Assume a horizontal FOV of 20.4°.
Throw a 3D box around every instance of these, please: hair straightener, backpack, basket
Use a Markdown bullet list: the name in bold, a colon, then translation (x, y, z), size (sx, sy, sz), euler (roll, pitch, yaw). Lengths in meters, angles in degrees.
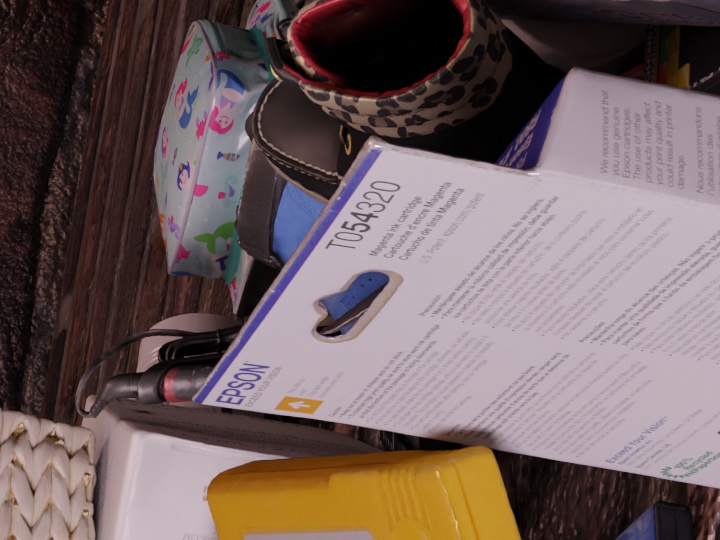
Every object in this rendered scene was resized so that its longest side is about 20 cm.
- **hair straightener**: translation (-0.049, 0.050, 1.041), size (0.077, 0.199, 0.041), euler (-112, 14, -69)
- **backpack**: translation (-0.049, -0.078, 1.243), size (0.200, 0.150, 0.178), euler (-95, 20, -60)
- **basket**: translation (-0.204, 0.175, 1.009), size (0.136, 0.123, 0.201), euler (116, 157, -47)

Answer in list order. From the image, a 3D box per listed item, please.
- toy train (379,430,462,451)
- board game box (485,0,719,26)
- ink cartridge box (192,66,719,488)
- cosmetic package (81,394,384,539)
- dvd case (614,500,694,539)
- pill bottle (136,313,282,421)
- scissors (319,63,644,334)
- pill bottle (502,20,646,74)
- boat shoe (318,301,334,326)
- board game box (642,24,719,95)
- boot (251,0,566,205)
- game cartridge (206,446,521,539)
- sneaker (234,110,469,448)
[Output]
- **toy train**: translation (0.023, 0.118, 0.917), size (0.046, 0.034, 0.201), euler (50, 149, 46)
- **board game box**: translation (0.087, -0.186, 0.689), size (0.200, 0.043, 0.200), euler (17, 94, 63)
- **ink cartridge box**: translation (0.068, 0.006, 0.606), size (0.196, 0.199, 0.044), euler (129, 149, -60)
- **cosmetic package**: translation (-0.071, 0.167, 1.080), size (0.200, 0.166, 0.167), euler (-175, 94, -75)
- **dvd case**: translation (0.082, 0.194, 0.773), size (0.200, 0.017, 0.143), euler (123, 153, -54)
- **pill bottle**: translation (-0.111, 0.136, 1.352), size (0.120, 0.119, 0.201), euler (118, 158, -49)
- **scissors**: translation (0.063, -0.029, 0.809), size (0.199, 0.014, 0.074), euler (-21, 55, 33)
- **pill bottle**: translation (0.059, -0.119, 0.897), size (0.200, 0.115, 0.117), euler (156, 123, -71)
- **boat shoe**: translation (0.011, 0.003, 1.089), size (0.200, 0.071, 0.060), euler (134, 150, -59)
- **board game box**: translation (0.153, -0.128, 0.664), size (0.165, 0.056, 0.201), euler (136, 142, -68)
- **boot**: translation (0.008, -0.069, 0.753), size (0.203, 0.154, 0.074), euler (15, 80, 39)
- **game cartridge**: translation (0.014, 0.154, 0.739), size (0.200, 0.032, 0.177), euler (-15, 92, 64)
- **sneaker**: translation (0.001, -0.001, 0.935), size (0.077, 0.111, 0.201), euler (-43, -44, -33)
